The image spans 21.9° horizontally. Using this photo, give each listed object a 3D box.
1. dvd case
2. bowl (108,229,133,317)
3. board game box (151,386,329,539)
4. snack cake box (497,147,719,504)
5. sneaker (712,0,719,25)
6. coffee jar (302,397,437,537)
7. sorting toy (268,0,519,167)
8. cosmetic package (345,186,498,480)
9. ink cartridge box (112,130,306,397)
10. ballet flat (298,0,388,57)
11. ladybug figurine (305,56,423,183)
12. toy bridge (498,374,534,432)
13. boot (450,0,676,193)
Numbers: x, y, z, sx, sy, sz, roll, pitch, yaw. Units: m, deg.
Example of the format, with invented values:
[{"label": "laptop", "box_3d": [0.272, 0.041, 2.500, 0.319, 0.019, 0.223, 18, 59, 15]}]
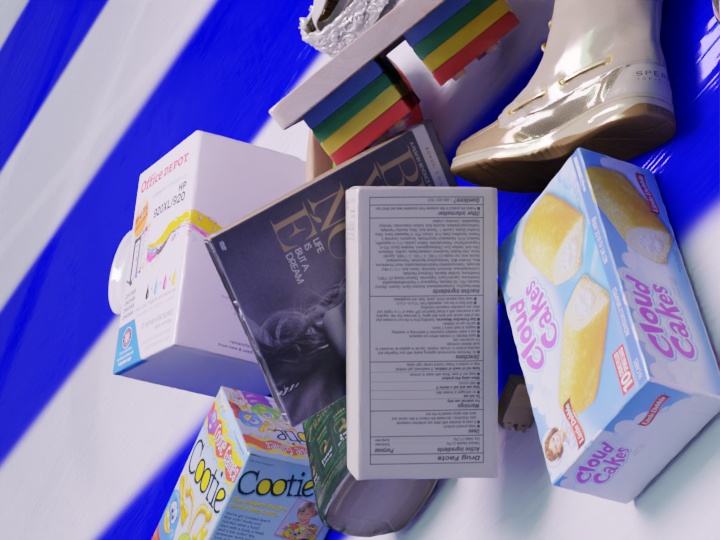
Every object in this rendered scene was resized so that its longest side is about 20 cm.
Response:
[{"label": "dvd case", "box_3d": [0.000, 0.000, 1.346, 0.016, 0.199, 0.150, 1, 118, 62]}, {"label": "bowl", "box_3d": [-0.197, 0.012, 1.893, 0.200, 0.093, 0.203, -35, 48, 52]}, {"label": "board game box", "box_3d": [-0.101, 0.218, 1.597, 0.201, 0.104, 0.103, -64, 29, 21]}, {"label": "snack cake box", "box_3d": [0.159, 0.034, 1.221, 0.115, 0.067, 0.201, -52, 35, 37]}, {"label": "sneaker", "box_3d": [0.254, -0.155, 1.140, 0.086, 0.080, 0.202, 131, 153, -61]}, {"label": "coffee jar", "box_3d": [-0.003, 0.104, 1.480, 0.105, 0.085, 0.201, -59, 32, 36]}, {"label": "sorting toy", "box_3d": [0.038, -0.161, 1.420, 0.198, 0.070, 0.200, -38, 3, 8]}, {"label": "cosmetic package", "box_3d": [0.042, 0.042, 1.304, 0.073, 0.102, 0.202, -162, 72, -83]}, {"label": "ink cartridge box", "box_3d": [-0.124, 0.000, 1.700, 0.147, 0.144, 0.202, -25, 55, 58]}, {"label": "ballet flat", "box_3d": [0.006, -0.271, 1.668, 0.201, 0.071, 0.072, -57, 32, 32]}, {"label": "ladybug figurine", "box_3d": [0.008, -0.095, 1.569, 0.136, 0.071, 0.202, -38, 45, 50]}, {"label": "toy bridge", "box_3d": [0.076, 0.071, 1.407, 0.200, 0.027, 0.068, 49, 122, 57]}, {"label": "boot", "box_3d": [0.143, -0.147, 1.325, 0.199, 0.072, 0.157, -21, 61, 51]}]
